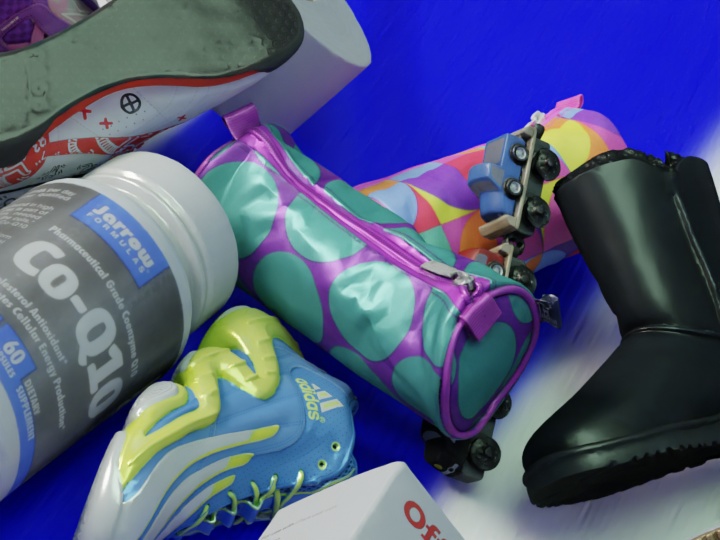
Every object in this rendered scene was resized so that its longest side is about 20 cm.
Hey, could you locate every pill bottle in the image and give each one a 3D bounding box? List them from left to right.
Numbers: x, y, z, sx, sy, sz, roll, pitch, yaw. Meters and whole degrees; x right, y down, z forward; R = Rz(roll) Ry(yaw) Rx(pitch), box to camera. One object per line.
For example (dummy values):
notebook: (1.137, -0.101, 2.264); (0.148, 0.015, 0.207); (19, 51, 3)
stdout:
pill bottle: (-0.153, 0.025, 1.282); (0.114, 0.114, 0.200); (35, 42, 15)

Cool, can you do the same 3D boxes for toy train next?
toy train: (0.065, 0.012, 1.386); (0.046, 0.034, 0.201); (22, 69, -22)

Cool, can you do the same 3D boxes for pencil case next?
pencil case: (0.000, 0.000, 1.341); (0.085, 0.093, 0.200); (-31, 49, -34)
pencil case: (0.067, -0.031, 1.469); (0.200, 0.089, 0.088); (-24, 57, -42)

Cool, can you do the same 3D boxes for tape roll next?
tape roll: (-0.085, -0.169, 1.485); (0.202, 0.071, 0.203); (46, 15, -15)

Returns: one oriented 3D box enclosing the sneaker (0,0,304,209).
sneaker: (-0.130, -0.085, 1.378); (0.201, 0.108, 0.067); (-23, 71, -24)

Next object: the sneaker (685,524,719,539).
sneaker: (0.234, 0.134, 1.351); (0.199, 0.071, 0.112); (-18, 10, 6)

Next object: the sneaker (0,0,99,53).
sneaker: (-0.169, -0.123, 1.416); (0.080, 0.200, 0.089); (-34, 75, 4)

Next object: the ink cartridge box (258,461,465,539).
ink cartridge box: (-0.005, 0.200, 1.130); (0.145, 0.084, 0.200); (52, 38, -13)

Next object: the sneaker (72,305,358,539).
sneaker: (-0.058, 0.091, 1.280); (0.105, 0.076, 0.200); (28, 39, 6)

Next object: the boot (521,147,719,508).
boot: (0.135, 0.026, 1.396); (0.200, 0.076, 0.169); (-13, 73, -39)
